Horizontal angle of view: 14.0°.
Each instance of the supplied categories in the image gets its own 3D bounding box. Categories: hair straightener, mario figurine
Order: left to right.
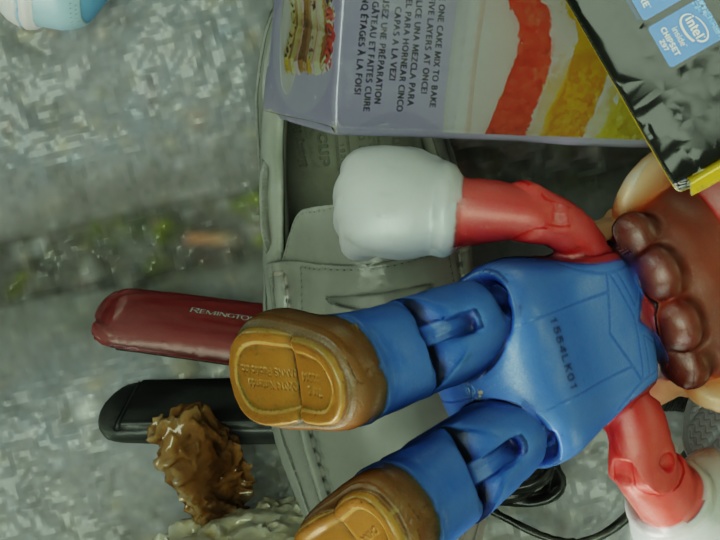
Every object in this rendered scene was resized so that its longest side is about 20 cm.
[{"bbox_3d":[0.012,0.051,0.945,0.198,0.041,0.077,3,117,4],"label":"hair straightener"},{"bbox_3d":[0.049,0.028,0.834,0.106,0.199,0.124,30,127,38],"label":"mario figurine"}]

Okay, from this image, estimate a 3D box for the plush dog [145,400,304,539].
[{"bbox_3d":[-0.037,0.145,0.874,0.199,0.172,0.161,-11,115,10],"label":"plush dog"}]

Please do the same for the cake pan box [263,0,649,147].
[{"bbox_3d":[0.071,-0.136,0.849,0.183,0.052,0.202,2,98,-27],"label":"cake pan box"}]

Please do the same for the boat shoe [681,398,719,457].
[{"bbox_3d":[0.188,0.005,0.884,0.200,0.074,0.067,-43,128,14],"label":"boat shoe"}]

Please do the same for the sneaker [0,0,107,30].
[{"bbox_3d":[-0.023,-0.139,0.896,0.130,0.080,0.201,31,102,5],"label":"sneaker"}]

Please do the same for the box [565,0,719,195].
[{"bbox_3d":[0.102,-0.145,0.756,0.159,0.049,0.201,-29,98,14],"label":"box"}]

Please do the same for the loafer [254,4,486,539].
[{"bbox_3d":[0.000,0.000,0.877,0.069,0.070,0.201,-10,69,-2],"label":"loafer"}]
